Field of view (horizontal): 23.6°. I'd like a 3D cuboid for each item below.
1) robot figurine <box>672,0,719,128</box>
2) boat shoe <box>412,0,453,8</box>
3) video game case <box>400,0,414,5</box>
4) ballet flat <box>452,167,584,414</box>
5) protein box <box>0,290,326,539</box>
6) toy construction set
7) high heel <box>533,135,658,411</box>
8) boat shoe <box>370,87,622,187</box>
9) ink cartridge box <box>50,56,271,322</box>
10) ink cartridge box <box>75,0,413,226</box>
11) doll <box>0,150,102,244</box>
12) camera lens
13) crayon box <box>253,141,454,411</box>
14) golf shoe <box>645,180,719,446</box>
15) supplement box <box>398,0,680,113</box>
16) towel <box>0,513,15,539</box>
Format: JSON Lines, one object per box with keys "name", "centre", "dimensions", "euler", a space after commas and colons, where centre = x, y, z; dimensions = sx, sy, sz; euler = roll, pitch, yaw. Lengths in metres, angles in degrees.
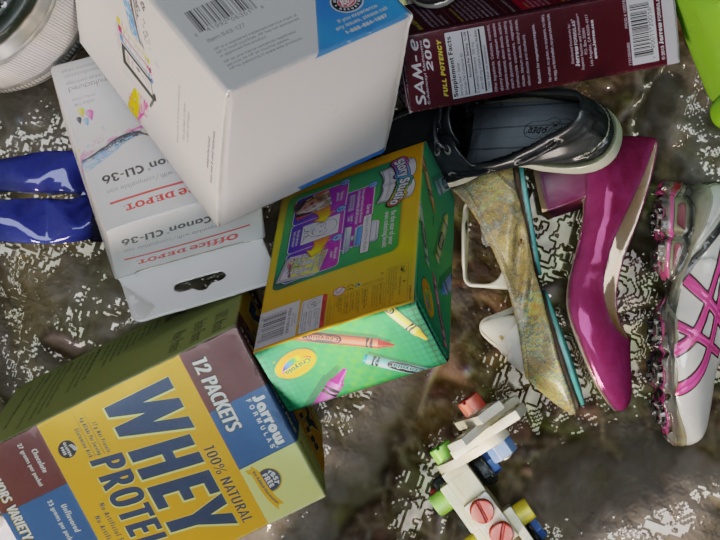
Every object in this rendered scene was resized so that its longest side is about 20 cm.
{"name": "robot figurine", "centre": [0.294, -0.177, 1.243], "dimensions": [0.116, 0.175, 0.200], "euler": [-2, 128, 37]}
{"name": "boat shoe", "centre": [0.074, -0.289, 1.268], "dimensions": [0.067, 0.057, 0.200], "euler": [14, 69, 25]}
{"name": "video game case", "centre": [-0.004, -0.233, 1.322], "dimensions": [0.182, 0.023, 0.200], "euler": [-33, 88, 3]}
{"name": "ballet flat", "centre": [0.114, 0.017, 1.299], "dimensions": [0.071, 0.071, 0.200], "euler": [-15, 84, 3]}
{"name": "protein box", "centre": [-0.143, 0.121, 1.236], "dimensions": [0.200, 0.199, 0.135], "euler": [-27, 100, 3]}
{"name": "toy construction set", "centre": [0.105, 0.187, 1.267], "dimensions": [0.092, 0.131, 0.200], "euler": [-21, 90, 2]}
{"name": "high heel", "centre": [0.199, 0.000, 1.294], "dimensions": [0.096, 0.067, 0.200], "euler": [-16, 77, 13]}
{"name": "boat shoe", "centre": [0.087, -0.104, 1.264], "dimensions": [0.199, 0.066, 0.075], "euler": [5, 73, 28]}
{"name": "ink cartridge box", "centre": [-0.141, -0.071, 1.252], "dimensions": [0.116, 0.068, 0.200], "euler": [-17, 59, -10]}
{"name": "ink cartridge box", "centre": [-0.088, -0.167, 1.190], "dimensions": [0.147, 0.145, 0.200], "euler": [-26, 62, -23]}
{"name": "doll", "centre": [-0.191, -0.063, 1.317], "dimensions": [0.200, 0.048, 0.137], "euler": [0, 69, 1]}
{"name": "camera lens", "centre": [-0.279, -0.212, 1.244], "dimensions": [0.160, 0.200, 0.160], "euler": [0, 91, 3]}
{"name": "crayon box", "centre": [0.000, 0.000, 1.201], "dimensions": [0.119, 0.200, 0.058], "euler": [-18, 122, 17]}
{"name": "golf shoe", "centre": [0.261, 0.033, 1.288], "dimensions": [0.092, 0.073, 0.200], "euler": [3, 91, 1]}
{"name": "supplement box", "centre": [0.119, -0.171, 1.256], "dimensions": [0.200, 0.109, 0.061], "euler": [-11, 110, -4]}
{"name": "towel", "centre": [-0.325, 0.229, 1.280], "dimensions": [0.200, 0.024, 0.147], "euler": [12, 106, -30]}
